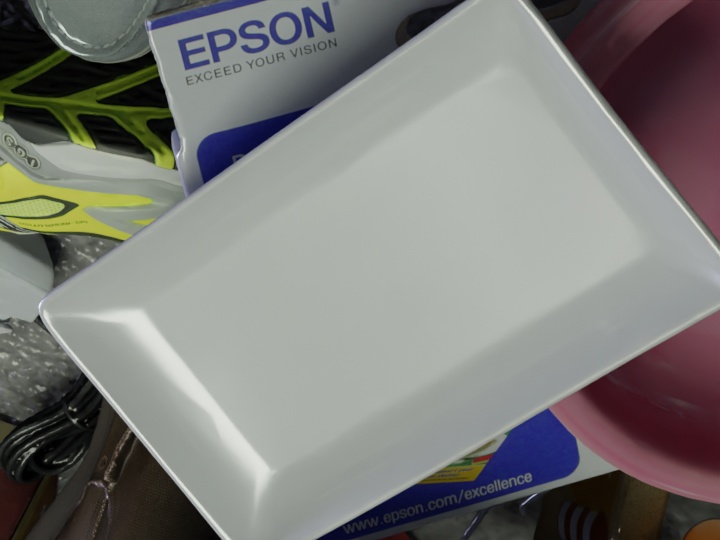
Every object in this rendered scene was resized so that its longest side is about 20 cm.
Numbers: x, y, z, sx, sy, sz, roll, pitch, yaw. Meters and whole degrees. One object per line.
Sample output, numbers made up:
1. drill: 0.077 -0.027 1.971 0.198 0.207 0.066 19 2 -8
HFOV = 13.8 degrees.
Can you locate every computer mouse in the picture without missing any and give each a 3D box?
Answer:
1. computer mouse: -0.156 0.001 1.099 0.200 0.044 0.110 44 136 -21

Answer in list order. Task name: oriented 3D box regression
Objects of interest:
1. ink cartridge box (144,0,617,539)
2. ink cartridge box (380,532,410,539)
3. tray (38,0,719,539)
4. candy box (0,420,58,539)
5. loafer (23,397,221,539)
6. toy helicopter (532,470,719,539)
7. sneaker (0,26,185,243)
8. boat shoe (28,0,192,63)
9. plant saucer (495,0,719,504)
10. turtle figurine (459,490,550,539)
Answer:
1. ink cartridge box: 0.048 -0.023 0.905 0.198 0.047 0.200 -15 119 -3
2. ink cartridge box: -0.061 0.176 1.117 0.116 0.200 0.068 -15 125 36
3. tray: 0.006 0.004 0.840 0.200 0.022 0.107 -33 102 35
4. candy box: -0.174 0.163 1.220 0.055 0.115 0.200 18 138 5
5. loafer: -0.063 0.083 1.077 0.073 0.071 0.200 14 119 -29
6. toy helicopter: 0.091 0.092 1.028 0.079 0.132 0.200 2 121 -14
7. sneaker: -0.143 -0.050 1.019 0.200 0.075 0.076 18 138 9
8. boat shoe: -0.079 -0.128 0.910 0.070 0.072 0.201 21 138 3
9. plant saucer: 0.133 -0.025 0.870 0.200 0.051 0.201 -6 121 -11
10. turtle figurine: 0.000 0.000 0.982 0.150 0.101 0.200 1 124 -14
